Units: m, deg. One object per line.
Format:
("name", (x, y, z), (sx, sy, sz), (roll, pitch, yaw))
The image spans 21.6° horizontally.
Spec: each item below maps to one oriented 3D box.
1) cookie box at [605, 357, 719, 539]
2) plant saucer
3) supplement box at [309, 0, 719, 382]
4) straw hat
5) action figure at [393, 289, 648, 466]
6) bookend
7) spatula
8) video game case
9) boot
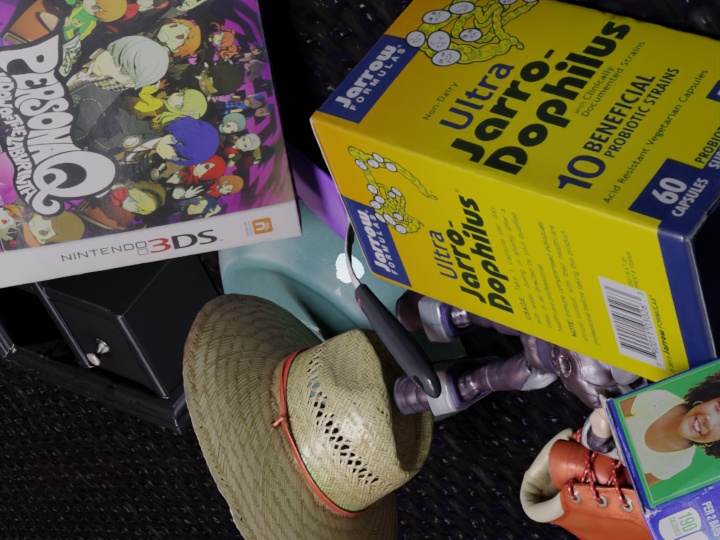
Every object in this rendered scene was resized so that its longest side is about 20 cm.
("cookie box", (0.224, 0.095, 0.787), (0.075, 0.199, 0.172), (-104, -11, -52))
("plant saucer", (-0.020, 0.035, 1.197), (0.199, 0.036, 0.201), (31, 152, 19))
("supplement box", (0.096, -0.041, 0.839), (0.199, 0.109, 0.110), (20, 148, 35))
("straw hat", (-0.005, 0.086, 1.076), (0.085, 0.202, 0.201), (-30, 111, 28))
("action figure", (0.095, 0.035, 0.980), (0.199, 0.069, 0.131), (0, 102, 54))
("bookend", (-0.201, -0.008, 1.306), (0.199, 0.092, 0.200), (17, 145, 38))
("spatula", (0.000, 0.000, 1.049), (0.057, 0.020, 0.201), (76, 169, -49))
("video game case", (-0.133, -0.085, 1.011), (0.179, 0.036, 0.201), (-10, 133, -1))
("boot", (0.158, 0.115, 1.006), (0.106, 0.076, 0.200), (22, 156, -12))
